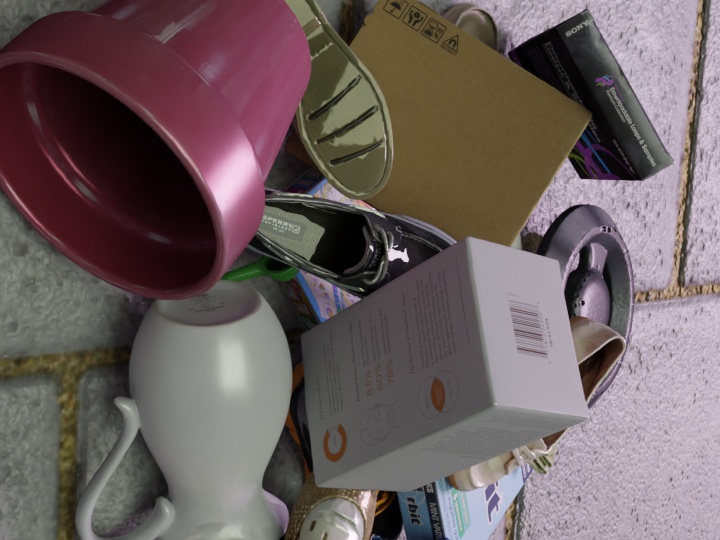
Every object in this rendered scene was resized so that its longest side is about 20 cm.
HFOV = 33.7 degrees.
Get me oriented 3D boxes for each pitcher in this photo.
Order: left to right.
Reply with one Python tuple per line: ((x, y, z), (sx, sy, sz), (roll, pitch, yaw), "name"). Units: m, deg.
((-0.134, 0.118, 0.894), (0.171, 0.121, 0.201), (-12, 118, -28), "pitcher")

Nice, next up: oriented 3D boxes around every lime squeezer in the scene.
((-0.050, 0.003, 0.950), (0.199, 0.038, 0.071), (3, 141, -23), "lime squeezer")

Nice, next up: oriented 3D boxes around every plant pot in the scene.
((-0.131, -0.111, 0.810), (0.179, 0.199, 0.201), (-55, 129, -37), "plant pot")

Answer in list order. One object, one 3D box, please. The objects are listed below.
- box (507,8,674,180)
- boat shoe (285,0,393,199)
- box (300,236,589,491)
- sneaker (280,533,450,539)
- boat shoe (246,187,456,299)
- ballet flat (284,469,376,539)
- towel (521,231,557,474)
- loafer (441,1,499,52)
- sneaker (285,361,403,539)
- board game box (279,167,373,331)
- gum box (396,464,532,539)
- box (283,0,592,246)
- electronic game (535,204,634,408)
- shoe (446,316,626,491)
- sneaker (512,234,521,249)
((0.195, -0.146, 1.034), (0.036, 0.200, 0.143), (-32, 96, -2), "box")
((-0.037, -0.150, 0.920), (0.074, 0.068, 0.201), (-29, 106, -7), "boat shoe")
((0.055, 0.077, 0.879), (0.097, 0.200, 0.125), (12, 60, -37), "box")
((-0.018, 0.239, 0.985), (0.198, 0.079, 0.090), (-6, 96, 0), "sneaker")
((-0.005, -0.012, 0.892), (0.199, 0.071, 0.073), (13, 95, -16), "boat shoe")
((-0.034, 0.236, 0.922), (0.070, 0.065, 0.201), (21, 90, -12), "ballet flat")
((0.165, 0.079, 1.129), (0.148, 0.036, 0.201), (49, 49, -48), "towel")
((0.090, -0.148, 1.033), (0.076, 0.068, 0.201), (35, 62, -39), "loafer")
((-0.005, 0.170, 1.028), (0.078, 0.077, 0.201), (-42, 124, -27), "sneaker")
((0.000, 0.000, 1.027), (0.134, 0.034, 0.201), (-42, 122, -26), "board game box")
((0.094, 0.158, 1.084), (0.200, 0.044, 0.171), (-39, 123, -53), "gum box")
((0.063, -0.112, 0.961), (0.199, 0.021, 0.164), (33, 85, 2), "box")
((0.208, 0.038, 1.126), (0.199, 0.041, 0.202), (-10, 102, -52), "electronic game")
((0.150, 0.115, 1.017), (0.200, 0.053, 0.070), (-44, 123, -17), "shoe")
((0.114, -0.067, 1.078), (0.080, 0.070, 0.202), (30, 72, -57), "sneaker")
